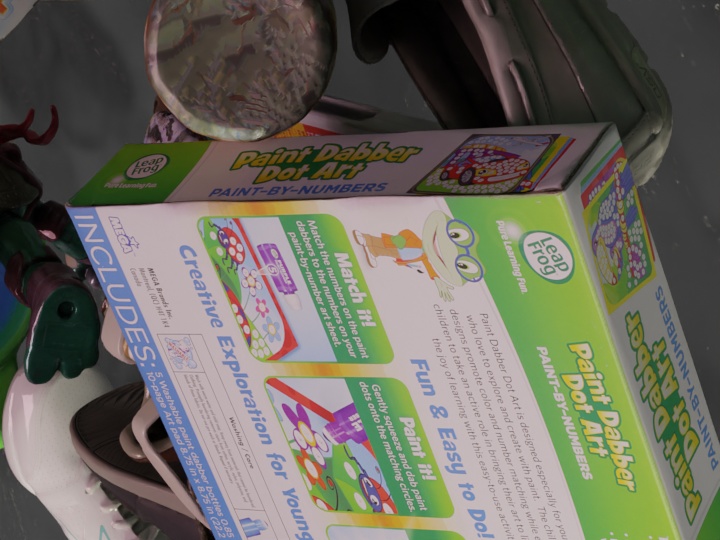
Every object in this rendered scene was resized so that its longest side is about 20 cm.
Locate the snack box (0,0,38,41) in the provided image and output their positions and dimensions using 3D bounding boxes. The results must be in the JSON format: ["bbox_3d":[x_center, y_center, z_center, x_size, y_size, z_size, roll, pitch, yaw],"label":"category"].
[{"bbox_3d":[-0.159,-0.144,0.915,0.116,0.200,0.037,42,-178,-35],"label":"snack box"}]

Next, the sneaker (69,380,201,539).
[{"bbox_3d":[-0.064,0.127,1.152,0.199,0.075,0.107,25,135,47],"label":"sneaker"}]

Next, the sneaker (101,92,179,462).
[{"bbox_3d":[-0.074,0.004,1.059,0.070,0.075,0.201,35,141,41],"label":"sneaker"}]

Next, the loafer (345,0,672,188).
[{"bbox_3d":[0.022,-0.100,0.816,0.200,0.069,0.070,52,150,18],"label":"loafer"}]

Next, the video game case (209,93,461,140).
[{"bbox_3d":[0.000,0.000,0.933,0.200,0.017,0.144,20,133,57],"label":"video game case"}]

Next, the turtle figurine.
[{"bbox_3d":[-0.184,-0.013,1.144,0.200,0.148,0.101,-125,26,-64],"label":"turtle figurine"}]

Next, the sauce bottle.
[{"bbox_3d":[-0.038,-0.084,0.862,0.200,0.064,0.065,-84,-30,-82],"label":"sauce bottle"}]

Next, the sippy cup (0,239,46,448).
[{"bbox_3d":[-0.238,0.008,1.294,0.130,0.138,0.179,140,133,-72],"label":"sippy cup"}]

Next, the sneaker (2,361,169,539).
[{"bbox_3d":[-0.120,0.124,1.263,0.080,0.070,0.201,14,132,43],"label":"sneaker"}]

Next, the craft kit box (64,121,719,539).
[{"bbox_3d":[0.020,0.048,0.823,0.196,0.049,0.201,2,126,37],"label":"craft kit box"}]

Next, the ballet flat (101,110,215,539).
[{"bbox_3d":[-0.067,0.036,1.000,0.072,0.072,0.202,21,133,51],"label":"ballet flat"}]
